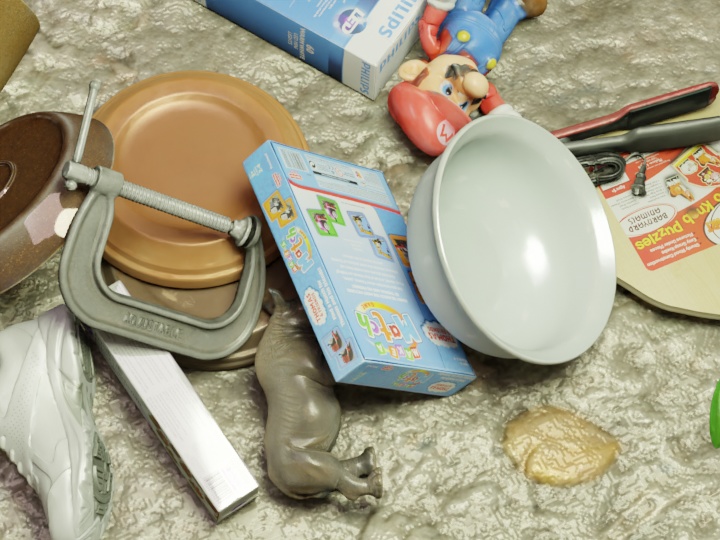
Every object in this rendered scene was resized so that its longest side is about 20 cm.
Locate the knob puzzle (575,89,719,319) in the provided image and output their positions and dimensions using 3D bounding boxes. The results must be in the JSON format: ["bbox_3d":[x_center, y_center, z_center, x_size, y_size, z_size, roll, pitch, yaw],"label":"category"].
[{"bbox_3d":[0.275,-0.039,1.600,0.219,0.030,0.220,1,62,-3],"label":"knob puzzle"}]

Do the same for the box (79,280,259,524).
[{"bbox_3d":[-0.148,0.101,1.490,0.041,0.039,0.200,-32,76,-18],"label":"box"}]

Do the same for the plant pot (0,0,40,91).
[{"bbox_3d":[-0.382,-0.146,1.553,0.186,0.186,0.200,20,77,7],"label":"plant pot"}]

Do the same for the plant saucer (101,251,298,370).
[{"bbox_3d":[-0.119,-0.015,1.570,0.200,0.029,0.200,1,62,-2],"label":"plant saucer"}]

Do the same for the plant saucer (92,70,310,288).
[{"bbox_3d":[-0.137,-0.081,1.567,0.200,0.037,0.201,1,63,-3],"label":"plant saucer"}]

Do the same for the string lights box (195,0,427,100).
[{"bbox_3d":[-0.045,-0.243,1.672,0.200,0.059,0.103,31,66,12],"label":"string lights box"}]

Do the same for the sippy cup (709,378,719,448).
[{"bbox_3d":[0.365,0.127,1.473,0.178,0.140,0.131,-2,70,31],"label":"sippy cup"}]

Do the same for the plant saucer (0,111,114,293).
[{"bbox_3d":[-0.282,-0.056,1.513,0.200,0.035,0.200,-24,38,20],"label":"plant saucer"}]

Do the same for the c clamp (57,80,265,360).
[{"bbox_3d":[-0.147,-0.026,1.472,0.200,0.027,0.171,26,78,-31],"label":"c clamp"}]

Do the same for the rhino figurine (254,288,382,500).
[{"bbox_3d":[-0.037,0.083,1.494,0.087,0.060,0.200,-5,74,-6],"label":"rhino figurine"}]

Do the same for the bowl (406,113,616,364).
[{"bbox_3d":[0.102,-0.015,1.519,0.201,0.090,0.202,17,65,-39],"label":"bowl"}]

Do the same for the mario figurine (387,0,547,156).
[{"bbox_3d":[0.100,-0.181,1.623,0.123,0.106,0.200,23,63,7],"label":"mario figurine"}]

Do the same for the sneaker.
[{"bbox_3d":[-0.246,0.128,1.473,0.099,0.078,0.200,-15,60,3],"label":"sneaker"}]

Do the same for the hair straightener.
[{"bbox_3d":[0.211,-0.098,1.587,0.200,0.041,0.077,-13,64,-9],"label":"hair straightener"}]

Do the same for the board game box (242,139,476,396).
[{"bbox_3d":[0.000,0.000,1.510,0.037,0.151,0.200,-38,62,26],"label":"board game box"}]
